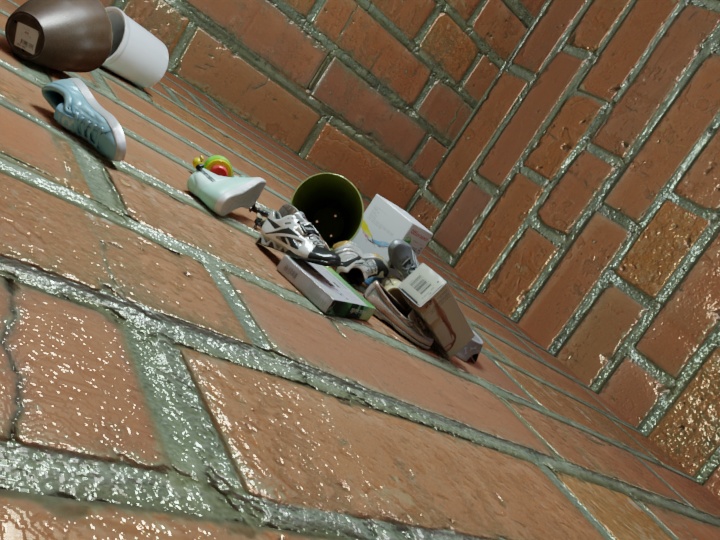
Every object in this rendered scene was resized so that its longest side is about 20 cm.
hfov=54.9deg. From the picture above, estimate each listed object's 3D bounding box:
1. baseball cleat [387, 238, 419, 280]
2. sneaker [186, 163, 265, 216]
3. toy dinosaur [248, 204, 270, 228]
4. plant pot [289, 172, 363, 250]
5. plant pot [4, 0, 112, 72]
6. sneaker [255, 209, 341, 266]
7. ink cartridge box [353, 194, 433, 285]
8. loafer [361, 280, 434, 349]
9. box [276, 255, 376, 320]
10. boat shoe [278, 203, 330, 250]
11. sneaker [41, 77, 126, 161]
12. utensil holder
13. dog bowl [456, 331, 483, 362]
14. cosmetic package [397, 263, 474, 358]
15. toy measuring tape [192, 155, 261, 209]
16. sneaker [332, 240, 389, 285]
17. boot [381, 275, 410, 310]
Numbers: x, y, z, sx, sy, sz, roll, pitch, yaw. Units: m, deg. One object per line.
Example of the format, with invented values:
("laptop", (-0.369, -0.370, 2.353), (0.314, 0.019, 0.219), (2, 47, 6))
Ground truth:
("baseball cleat", (0.138, 0.007, 1.751), (0.106, 0.069, 0.201), (41, -12, 51))
("sneaker", (-0.283, -0.186, 1.462), (0.117, 0.075, 0.200), (36, 23, 9))
("toy dinosaur", (-0.209, -0.110, 1.555), (0.088, 0.048, 0.199), (32, 5, -45))
("plant pot", (-0.086, -0.132, 1.777), (0.185, 0.189, 0.200), (35, -6, 2))
("plant pot", (-0.675, -0.520, 1.518), (0.185, 0.188, 0.201), (34, 24, -5))
("sneaker", (-0.116, -0.067, 1.359), (0.196, 0.091, 0.074), (21, 1, 26))
("ink cartridge box", (0.066, -0.069, 1.857), (0.145, 0.202, 0.146), (39, 11, 28))
("loafer", (0.091, 0.100, 1.546), (0.198, 0.063, 0.072), (35, 10, -11))
("box", (-0.064, 0.038, 1.376), (0.144, 0.037, 0.199), (41, 11, 25))
("boat shoe", (-0.131, -0.075, 1.590), (0.071, 0.076, 0.201), (29, 20, -53))
("sneaker", (-0.490, -0.257, 1.215), (0.200, 0.075, 0.081), (45, 42, 20))
("utensil holder", (-0.705, -0.670, 2.106), (0.169, 0.172, 0.199), (39, 8, 26))
("dog bowl", (0.237, 0.159, 1.813), (0.198, 0.059, 0.200), (36, 9, -7))
("cosmetic package", (0.176, 0.095, 1.597), (0.103, 0.087, 0.201), (41, -12, 50))
("toy measuring tape", (-0.302, -0.213, 1.624), (0.198, 0.074, 0.074), (31, 10, -28))
("sneaker", (0.000, 0.000, 1.687), (0.198, 0.074, 0.090), (21, 58, -47))
("boot", (0.087, 0.062, 1.691), (0.198, 0.073, 0.156), (30, 11, -43))
